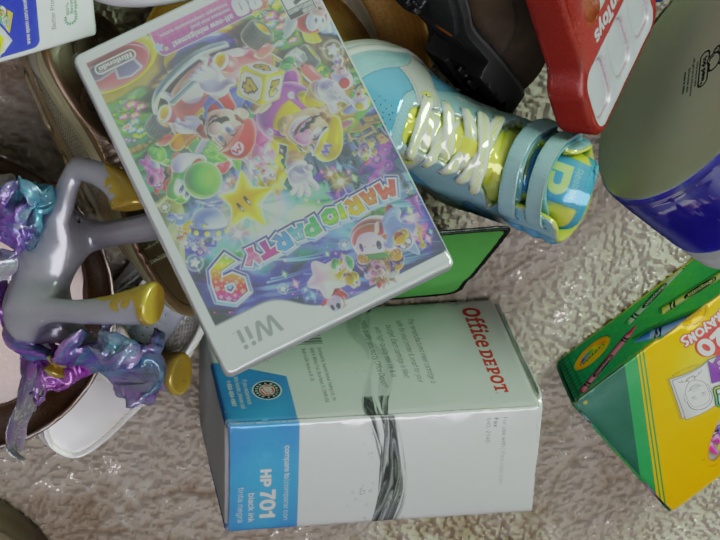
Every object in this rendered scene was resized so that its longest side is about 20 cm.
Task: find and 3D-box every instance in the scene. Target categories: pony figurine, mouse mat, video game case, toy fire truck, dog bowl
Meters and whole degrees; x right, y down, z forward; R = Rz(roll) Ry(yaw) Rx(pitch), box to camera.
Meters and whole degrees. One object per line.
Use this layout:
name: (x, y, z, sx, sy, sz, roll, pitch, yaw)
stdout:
pony figurine: (-0.189, 0.017, 1.510, 0.166, 0.199, 0.194, 18, 82, -60)
mouse mat: (0.000, 0.000, 1.597, 0.160, 0.200, 0.008, -4, 80, -8)
video game case: (-0.055, -0.060, 1.450, 0.143, 0.018, 0.201, -26, 82, -7)
toy fire truck: (0.141, -0.201, 1.515, 0.111, 0.201, 0.169, 5, 137, 26)
dog bowl: (0.237, -0.105, 1.562, 0.079, 0.200, 0.200, 33, 107, -22)

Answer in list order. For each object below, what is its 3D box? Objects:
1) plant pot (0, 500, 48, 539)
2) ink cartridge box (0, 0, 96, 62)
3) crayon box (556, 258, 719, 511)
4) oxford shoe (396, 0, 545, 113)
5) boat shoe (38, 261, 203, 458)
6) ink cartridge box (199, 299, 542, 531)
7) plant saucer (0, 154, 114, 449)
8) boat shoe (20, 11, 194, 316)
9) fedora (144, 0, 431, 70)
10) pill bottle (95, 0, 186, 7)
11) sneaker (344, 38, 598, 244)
plant pot: (-0.285, 0.268, 1.675, 0.199, 0.174, 0.201, -4, 118, -7)
ink cartridge box: (-0.242, -0.151, 1.423, 0.199, 0.037, 0.095, -21, 127, -28)
crayon box: (0.246, 0.054, 1.727, 0.200, 0.058, 0.119, -38, 117, 10)
oxford shoe: (0.065, -0.178, 1.549, 0.085, 0.073, 0.200, -50, 147, -8)
boat shoe: (-0.144, 0.047, 1.644, 0.071, 0.069, 0.200, 28, 109, -22)
ink cartridge box: (0.002, 0.090, 1.649, 0.199, 0.147, 0.086, -2, 116, -10)
plant saucer: (-0.252, 0.016, 1.612, 0.199, 0.035, 0.202, -1, 109, -3)
boat shoe: (-0.144, -0.064, 1.572, 0.072, 0.065, 0.201, -37, 107, -28)
fedora: (-0.042, -0.109, 1.574, 0.199, 0.082, 0.202, -5, 117, -9)
pill bottle: (-0.127, -0.259, 1.468, 0.104, 0.104, 0.201, -8, 118, -6)
sneaker: (0.066, -0.075, 1.520, 0.199, 0.130, 0.080, 19, 92, -49)
